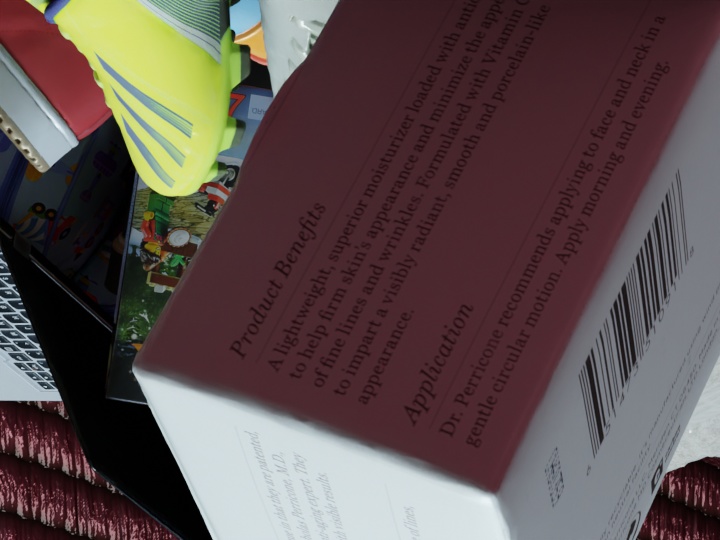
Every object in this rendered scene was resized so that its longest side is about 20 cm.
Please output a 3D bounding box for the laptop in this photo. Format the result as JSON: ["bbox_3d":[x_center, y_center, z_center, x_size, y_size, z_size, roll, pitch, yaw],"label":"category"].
[{"bbox_3d":[-0.151,0.068,1.259,0.199,0.117,0.187,-1,154,25],"label":"laptop"}]

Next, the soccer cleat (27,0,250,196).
[{"bbox_3d":[-0.081,-0.094,1.002,0.083,0.065,0.201,-3,150,-6],"label":"soccer cleat"}]

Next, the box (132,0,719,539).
[{"bbox_3d":[0.039,0.017,0.970,0.130,0.200,0.200,20,156,20],"label":"box"}]

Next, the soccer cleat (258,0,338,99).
[{"bbox_3d":[-0.004,-0.079,1.061,0.069,0.087,0.200,20,173,14],"label":"soccer cleat"}]

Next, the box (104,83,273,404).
[{"bbox_3d":[0.000,0.000,1.182,0.198,0.138,0.038,8,178,-6],"label":"box"}]

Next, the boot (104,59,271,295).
[{"bbox_3d":[-0.028,-0.058,1.282,0.077,0.139,0.200,20,-164,24],"label":"boot"}]

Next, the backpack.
[{"bbox_3d":[-0.134,-0.066,1.307,0.134,0.183,0.200,27,172,4],"label":"backpack"}]

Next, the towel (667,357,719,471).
[{"bbox_3d":[0.164,0.039,1.268,0.132,0.199,0.035,31,-147,-56],"label":"towel"}]

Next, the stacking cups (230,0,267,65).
[{"bbox_3d":[-0.062,-0.115,1.099,0.060,0.061,0.200,19,175,30],"label":"stacking cups"}]

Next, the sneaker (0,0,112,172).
[{"bbox_3d":[-0.150,-0.152,1.147,0.200,0.112,0.071,52,176,-4],"label":"sneaker"}]
